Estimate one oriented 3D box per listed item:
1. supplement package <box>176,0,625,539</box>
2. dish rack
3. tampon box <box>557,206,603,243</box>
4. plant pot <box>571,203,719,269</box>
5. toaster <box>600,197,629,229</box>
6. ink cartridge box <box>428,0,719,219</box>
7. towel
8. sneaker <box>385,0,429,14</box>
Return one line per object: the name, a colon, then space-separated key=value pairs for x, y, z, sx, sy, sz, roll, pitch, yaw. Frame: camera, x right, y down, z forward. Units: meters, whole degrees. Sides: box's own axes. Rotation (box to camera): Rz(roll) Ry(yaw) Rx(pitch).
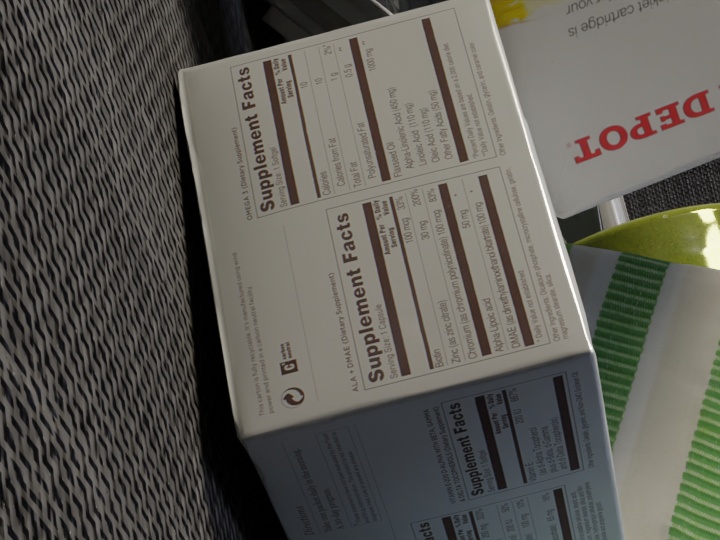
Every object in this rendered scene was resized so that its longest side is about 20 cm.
supplement package: x=0.020 y=0.034 z=0.699 sx=0.200 sy=0.111 sz=0.156 roll=74 pitch=3 yaw=-53
dish rack: x=0.027 y=-0.090 z=0.985 sx=0.200 sy=0.044 sz=0.172 roll=39 pitch=4 yaw=3
tampon box: x=0.081 y=0.042 z=1.200 sx=0.126 sy=0.150 sz=0.200 roll=37 pitch=42 yaw=-84
plant pot: x=0.164 y=0.078 z=0.958 sx=0.200 sy=0.200 sz=0.193 roll=64 pitch=11 yaw=-73
toaster: x=0.100 y=0.007 z=1.374 sx=0.200 sy=0.181 sz=0.119 roll=50 pitch=26 yaw=-82
ink cartridge box: x=0.097 y=-0.139 z=0.778 sx=0.145 sy=0.147 sz=0.200 roll=-127 pitch=-163 yaw=-84
towel: x=0.113 y=0.061 z=0.798 sx=0.023 sy=0.200 sz=0.153 roll=71 pitch=34 yaw=-53
sneaker: x=0.064 y=-0.122 z=1.005 sx=0.116 sy=0.075 sz=0.200 roll=58 pitch=5 yaw=20
